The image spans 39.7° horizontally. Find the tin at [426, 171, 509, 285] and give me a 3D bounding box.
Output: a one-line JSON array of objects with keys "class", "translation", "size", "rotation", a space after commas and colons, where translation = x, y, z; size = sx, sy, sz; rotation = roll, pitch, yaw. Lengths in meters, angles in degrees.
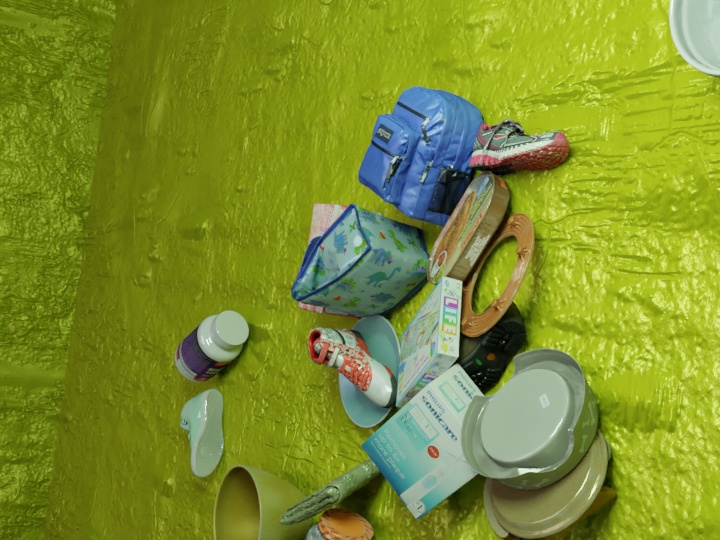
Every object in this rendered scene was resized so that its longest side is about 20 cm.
[{"class": "tin", "translation": [0.168, -0.060, 1.564], "size": [0.201, 0.042, 0.112], "rotation": [-60, 15, 22]}]

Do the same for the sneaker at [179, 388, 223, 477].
[{"class": "sneaker", "translation": [-0.372, 0.383, 2.299], "size": [0.118, 0.073, 0.202], "rotation": [-24, 53, 46]}]

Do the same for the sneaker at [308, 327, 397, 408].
[{"class": "sneaker", "translation": [-0.021, 0.168, 1.729], "size": [0.202, 0.107, 0.068], "rotation": [52, 125, 48]}]

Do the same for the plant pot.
[{"class": "plant pot", "translation": [-0.177, 0.477, 1.912], "size": [0.199, 0.141, 0.202], "rotation": [-21, 65, 54]}]

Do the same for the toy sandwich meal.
[{"class": "toy sandwich meal", "translation": [0.256, 0.288, 1.346], "size": [0.204, 0.070, 0.206], "rotation": [-33, 33, 25]}]

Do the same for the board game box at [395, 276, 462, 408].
[{"class": "board game box", "translation": [0.107, 0.119, 1.578], "size": [0.200, 0.034, 0.135], "rotation": [120, 161, -55]}]

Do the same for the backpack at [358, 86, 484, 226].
[{"class": "backpack", "translation": [0.103, -0.195, 1.620], "size": [0.162, 0.167, 0.201], "rotation": [39, 111, 46]}]

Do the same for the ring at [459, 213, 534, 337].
[{"class": "ring", "translation": [0.195, 0.004, 1.493], "size": [0.201, 0.019, 0.201], "rotation": [-56, 18, 28]}]

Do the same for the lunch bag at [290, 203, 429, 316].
[{"class": "lunch bag", "translation": [0.000, 0.000, 1.707], "size": [0.200, 0.169, 0.128], "rotation": [-47, 45, 30]}]

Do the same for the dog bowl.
[{"class": "dog bowl", "translation": [0.231, 0.204, 1.346], "size": [0.199, 0.059, 0.201], "rotation": [-33, 34, 25]}]

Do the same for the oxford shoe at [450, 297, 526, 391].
[{"class": "oxford shoe", "translation": [0.184, 0.119, 1.518], "size": [0.200, 0.072, 0.085], "rotation": [-53, 26, 33]}]

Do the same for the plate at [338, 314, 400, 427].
[{"class": "plate", "translation": [0.023, 0.180, 1.780], "size": [0.200, 0.025, 0.202], "rotation": [-20, 66, 55]}]

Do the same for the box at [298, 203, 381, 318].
[{"class": "box", "translation": [-0.039, -0.018, 1.853], "size": [0.094, 0.102, 0.202], "rotation": [9, 91, 57]}]

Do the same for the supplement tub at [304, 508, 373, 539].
[{"class": "supplement tub", "translation": [-0.053, 0.523, 1.728], "size": [0.123, 0.122, 0.202], "rotation": [42, 117, 52]}]

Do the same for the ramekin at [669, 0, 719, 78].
[{"class": "ramekin", "translation": [0.464, -0.309, 1.137], "size": [0.200, 0.104, 0.202], "rotation": [-19, 67, 53]}]

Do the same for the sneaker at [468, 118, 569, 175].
[{"class": "sneaker", "translation": [0.231, -0.191, 1.494], "size": [0.199, 0.080, 0.075], "rotation": [4, 84, 58]}]

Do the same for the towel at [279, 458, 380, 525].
[{"class": "towel", "translation": [-0.044, 0.385, 1.738], "size": [0.200, 0.148, 0.037], "rotation": [-42, 76, 45]}]

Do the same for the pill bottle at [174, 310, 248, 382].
[{"class": "pill bottle", "translation": [-0.333, 0.168, 2.258], "size": [0.200, 0.111, 0.112], "rotation": [-39, 51, 47]}]

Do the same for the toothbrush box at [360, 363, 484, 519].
[{"class": "toothbrush box", "translation": [0.117, 0.260, 1.507], "size": [0.147, 0.085, 0.200], "rotation": [52, 130, 10]}]
